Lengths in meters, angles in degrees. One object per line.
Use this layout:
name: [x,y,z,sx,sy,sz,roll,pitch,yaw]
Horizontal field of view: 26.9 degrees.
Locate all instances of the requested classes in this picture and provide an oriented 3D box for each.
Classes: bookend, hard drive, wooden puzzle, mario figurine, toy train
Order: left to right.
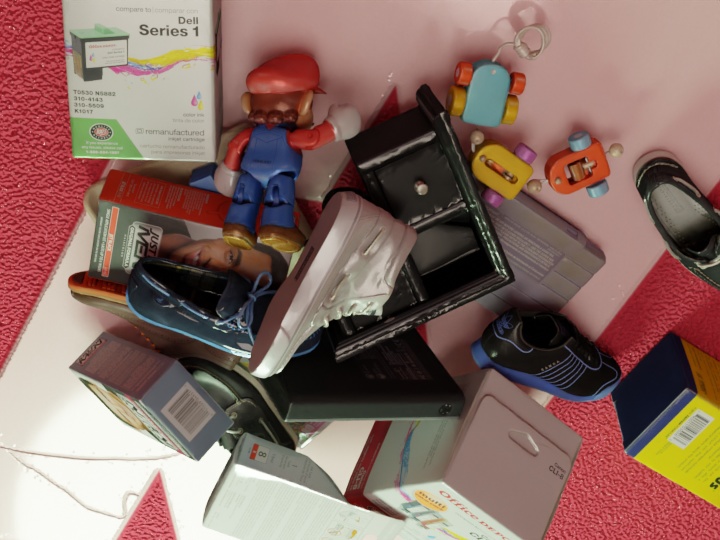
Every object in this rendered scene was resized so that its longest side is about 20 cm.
wooden puzzle: [-0.165,-0.040,1.584,0.199,0.046,0.186,-22,119,13]
mario figurine: [-0.072,-0.115,1.478,0.123,0.106,0.201,13,78,-12]
hard drive: [-0.009,0.103,1.548,0.199,0.140,0.033,3,120,-28]
bookend: [0.022,-0.047,1.493,0.198,0.092,0.200,-24,116,0]
toy train: [0.167,-0.148,1.515,0.150,0.056,0.200,-29,114,1]

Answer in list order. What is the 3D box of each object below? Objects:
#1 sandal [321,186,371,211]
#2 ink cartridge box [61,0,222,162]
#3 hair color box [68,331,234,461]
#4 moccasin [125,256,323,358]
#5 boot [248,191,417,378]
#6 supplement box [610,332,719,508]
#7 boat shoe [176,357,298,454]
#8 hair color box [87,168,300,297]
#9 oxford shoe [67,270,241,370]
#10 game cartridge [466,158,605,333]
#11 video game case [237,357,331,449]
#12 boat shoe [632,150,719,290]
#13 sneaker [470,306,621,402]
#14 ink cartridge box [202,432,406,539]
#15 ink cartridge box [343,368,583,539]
sandal: [0.000,0.000,1.592,0.075,0.045,0.200,-3,133,20]
ink cartridge box: [-0.208,-0.213,1.453,0.144,0.084,0.201,2,122,-1]
hair color box: [-0.226,0.132,1.609,0.061,0.200,0.099,-47,117,-17]
moccasin: [-0.134,0.037,1.485,0.199,0.081,0.068,10,139,-4]
boot: [-0.023,0.029,1.428,0.095,0.074,0.200,26,105,-19]
supplement box: [0.395,0.180,1.684,0.200,0.109,0.110,31,117,-17]
boat shoe: [-0.138,0.164,1.672,0.072,0.068,0.200,-16,128,30]
hair color box: [-0.169,-0.026,1.533,0.199,0.061,0.102,12,126,-4]
oxford shoe: [-0.212,0.054,1.567,0.199,0.071,0.073,18,111,-8]
game cartridge: [0.148,-0.026,1.601,0.200,0.038,0.130,32,113,-18]
video game case: [-0.113,0.120,1.680,0.200,0.018,0.143,30,134,-17]
boat shoe: [0.352,-0.036,1.576,0.076,0.060,0.200,-38,115,21]
sneaker: [0.217,0.088,1.620,0.200,0.070,0.078,12,136,-34]
ink cartridge box: [-0.062,0.264,1.675,0.199,0.050,0.162,18,142,-9]
ink cartridge box: [0.110,0.214,1.637,0.145,0.145,0.200,37,151,-19]
